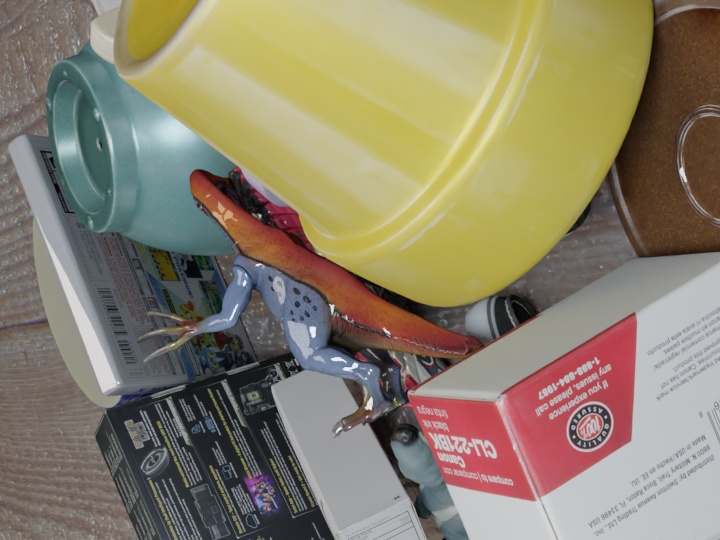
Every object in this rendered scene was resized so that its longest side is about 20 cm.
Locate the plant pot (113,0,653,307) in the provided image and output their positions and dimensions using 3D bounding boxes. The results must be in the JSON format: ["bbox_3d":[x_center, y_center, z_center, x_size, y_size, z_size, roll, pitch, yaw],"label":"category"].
[{"bbox_3d":[-0.001,-0.108,0.743,0.201,0.189,0.201,-43,34,38],"label":"plant pot"}]

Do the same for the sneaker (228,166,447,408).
[{"bbox_3d":[0.000,0.000,1.005,0.200,0.075,0.081,55,162,8],"label":"sneaker"}]

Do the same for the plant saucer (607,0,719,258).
[{"bbox_3d":[0.169,-0.049,0.716,0.200,0.032,0.200,38,136,48],"label":"plant saucer"}]

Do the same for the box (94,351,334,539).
[{"bbox_3d":[-0.073,0.168,1.121,0.200,0.160,0.044,62,150,20],"label":"box"}]

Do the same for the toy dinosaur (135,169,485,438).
[{"bbox_3d":[-0.028,0.002,0.921,0.200,0.105,0.182,-33,81,31],"label":"toy dinosaur"}]

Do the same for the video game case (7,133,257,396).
[{"bbox_3d":[-0.164,-0.003,1.197,0.022,0.182,0.200,-31,74,25],"label":"video game case"}]

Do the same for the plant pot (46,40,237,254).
[{"bbox_3d":[-0.134,-0.098,1.112,0.200,0.134,0.200,35,132,50],"label":"plant pot"}]

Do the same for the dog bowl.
[{"bbox_3d":[-0.204,0.013,1.360,0.200,0.079,0.200,36,134,48],"label":"dog bowl"}]

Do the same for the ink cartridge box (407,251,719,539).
[{"bbox_3d":[0.132,0.111,0.707,0.084,0.144,0.200,-6,110,63],"label":"ink cartridge box"}]

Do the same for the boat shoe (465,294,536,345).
[{"bbox_3d":[0.121,0.083,0.844,0.057,0.069,0.200,-43,52,20],"label":"boat shoe"}]

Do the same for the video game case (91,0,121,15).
[{"bbox_3d":[-0.195,-0.293,1.247,0.200,0.024,0.182,64,150,18],"label":"video game case"}]

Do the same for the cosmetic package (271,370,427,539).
[{"bbox_3d":[-0.004,0.137,1.016,0.200,0.051,0.083,-125,13,-65],"label":"cosmetic package"}]

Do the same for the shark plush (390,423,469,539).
[{"bbox_3d":[0.067,0.147,0.941,0.083,0.091,0.200,43,140,32],"label":"shark plush"}]

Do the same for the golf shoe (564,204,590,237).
[{"bbox_3d":[0.061,-0.030,0.891,0.200,0.078,0.095,13,141,52],"label":"golf shoe"}]

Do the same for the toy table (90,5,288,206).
[{"bbox_3d":[-0.049,-0.143,0.929,0.117,0.184,0.200,40,132,21],"label":"toy table"}]
